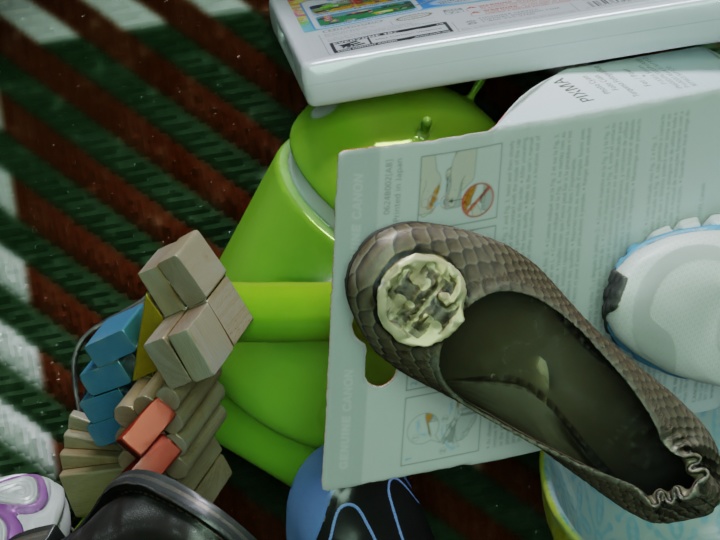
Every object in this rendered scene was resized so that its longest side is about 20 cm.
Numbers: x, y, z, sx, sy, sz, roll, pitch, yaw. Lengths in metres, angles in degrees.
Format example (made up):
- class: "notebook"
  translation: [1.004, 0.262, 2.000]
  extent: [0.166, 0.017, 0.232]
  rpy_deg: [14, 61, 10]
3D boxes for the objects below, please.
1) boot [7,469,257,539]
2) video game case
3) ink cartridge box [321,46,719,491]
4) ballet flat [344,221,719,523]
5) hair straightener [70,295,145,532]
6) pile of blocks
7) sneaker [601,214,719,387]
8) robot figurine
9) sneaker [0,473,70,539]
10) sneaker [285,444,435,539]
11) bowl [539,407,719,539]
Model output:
- class: "boot"
  translation: [-0.129, 0.175, 1.039]
  extent: [0.069, 0.200, 0.174]
  rpy_deg: [41, 54, -16]
- class: "video game case"
  translation: [0.065, -0.115, 1.186]
  extent: [0.200, 0.182, 0.024]
  rpy_deg: [-10, 105, -4]
- class: "ink cartridge box"
  translation: [0.068, -0.001, 1.119]
  extent: [0.200, 0.047, 0.160]
  rpy_deg: [-10, 120, -24]
- class: "ballet flat"
  translation: [0.077, 0.047, 1.075]
  extent: [0.200, 0.046, 0.067]
  rpy_deg: [37, 98, -26]
- class: "hair straightener"
  translation: [-0.118, 0.101, 1.215]
  extent: [0.077, 0.041, 0.200]
  rpy_deg: [12, 88, -1]
- class: "pile of blocks"
  translation: [-0.097, 0.080, 1.116]
  extent: [0.082, 0.062, 0.200]
  rpy_deg: [14, 122, 14]
- class: "sneaker"
  translation: [0.200, 0.032, 1.107]
  extent: [0.200, 0.087, 0.075]
  rpy_deg: [12, 105, -15]
- class: "robot figurine"
  translation: [0.000, 0.000, 1.176]
  extent: [0.116, 0.175, 0.200]
  rpy_deg: [32, 119, 5]
- class: "sneaker"
  translation: [-0.185, 0.183, 1.176]
  extent: [0.075, 0.100, 0.200]
  rpy_deg: [13, 61, 29]
- class: "sneaker"
  translation: [0.029, 0.168, 1.160]
  extent: [0.070, 0.078, 0.200]
  rpy_deg: [-31, 116, -28]
- class: "bowl"
  translation: [0.178, 0.128, 1.185]
  extent: [0.200, 0.200, 0.108]
  rpy_deg: [-4, 126, -3]
